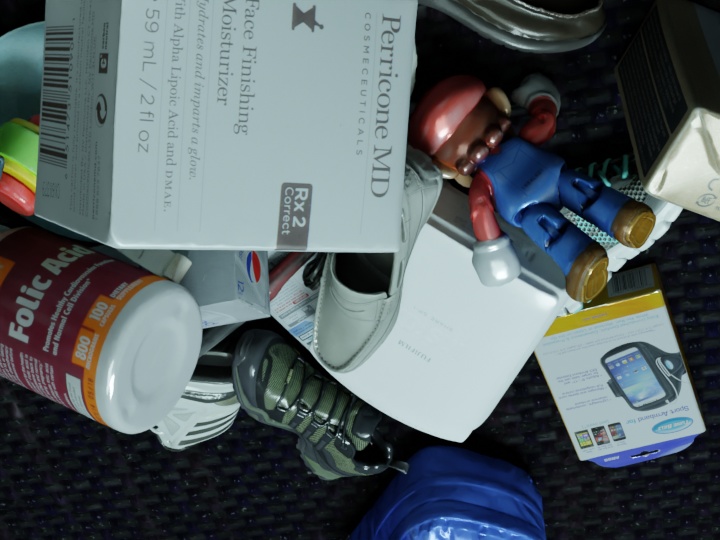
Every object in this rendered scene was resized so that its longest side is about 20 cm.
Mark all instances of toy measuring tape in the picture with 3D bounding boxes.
[{"bbox_3d":[-0.208,-0.056,0.966,0.199,0.074,0.074,34,125,-9],"label":"toy measuring tape"}]

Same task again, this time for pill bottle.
[{"bbox_3d":[-0.227,0.034,0.981,0.198,0.114,0.115,20,135,24],"label":"pill bottle"}]

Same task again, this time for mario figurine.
[{"bbox_3d":[0.117,-0.065,0.953,0.200,0.123,0.107,43,138,26],"label":"mario figurine"}]

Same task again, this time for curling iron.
[{"bbox_3d":[-0.082,0.023,1.076,0.025,0.050,0.199,34,131,-30],"label":"curling iron"}]

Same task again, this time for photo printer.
[{"bbox_3d":[0.055,0.037,1.042,0.165,0.070,0.201,31,127,2],"label":"photo printer"}]

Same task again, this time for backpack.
[{"bbox_3d":[0.089,0.276,1.227,0.160,0.169,0.201,17,126,-19],"label":"backpack"}]

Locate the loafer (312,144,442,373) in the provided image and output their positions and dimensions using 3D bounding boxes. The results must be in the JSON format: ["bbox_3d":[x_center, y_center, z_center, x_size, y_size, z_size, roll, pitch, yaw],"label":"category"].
[{"bbox_3d":[0.000,0.000,0.956,0.069,0.070,0.202,31,128,18],"label":"loafer"}]

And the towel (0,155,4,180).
[{"bbox_3d":[-0.322,-0.030,0.961,0.021,0.199,0.149,14,93,-38],"label":"towel"}]

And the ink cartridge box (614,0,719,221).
[{"bbox_3d":[0.285,-0.094,0.903,0.197,0.166,0.076,18,127,-12],"label":"ink cartridge box"}]

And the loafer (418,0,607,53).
[{"bbox_3d":[0.080,-0.207,0.882,0.197,0.074,0.072,16,131,-9],"label":"loafer"}]

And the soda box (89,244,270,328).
[{"bbox_3d":[-0.173,0.015,1.061,0.197,0.069,0.063,-11,162,21],"label":"soda box"}]

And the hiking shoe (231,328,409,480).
[{"bbox_3d":[-0.032,0.114,1.144,0.099,0.077,0.200,-4,143,34],"label":"hiking shoe"}]

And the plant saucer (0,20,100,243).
[{"bbox_3d":[-0.204,-0.111,1.005,0.197,0.039,0.203,2,131,2],"label":"plant saucer"}]

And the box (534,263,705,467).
[{"bbox_3d":[0.225,0.091,1.145,0.117,0.042,0.201,-15,130,16],"label":"box"}]

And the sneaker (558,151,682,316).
[{"bbox_3d":[0.178,-0.049,1.010,0.090,0.078,0.200,29,124,-15],"label":"sneaker"}]

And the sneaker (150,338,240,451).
[{"bbox_3d":[-0.202,0.113,1.166,0.197,0.076,0.117,9,128,-7],"label":"sneaker"}]

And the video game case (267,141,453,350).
[{"bbox_3d":[0.019,0.006,1.099,0.199,0.022,0.182,-31,121,25],"label":"video game case"}]

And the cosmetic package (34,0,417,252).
[{"bbox_3d":[-0.090,-0.103,0.846,0.197,0.164,0.168,0,98,-30],"label":"cosmetic package"}]

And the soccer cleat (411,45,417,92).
[{"bbox_3d":[-0.004,-0.106,0.958,0.068,0.078,0.202,15,122,3],"label":"soccer cleat"}]
